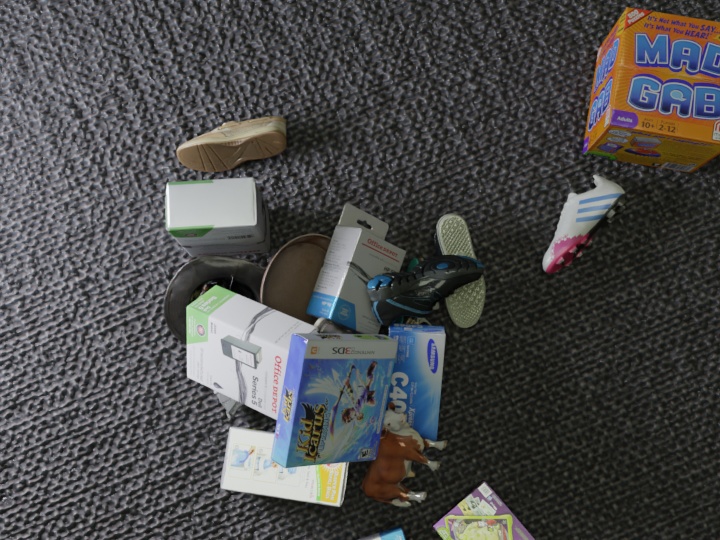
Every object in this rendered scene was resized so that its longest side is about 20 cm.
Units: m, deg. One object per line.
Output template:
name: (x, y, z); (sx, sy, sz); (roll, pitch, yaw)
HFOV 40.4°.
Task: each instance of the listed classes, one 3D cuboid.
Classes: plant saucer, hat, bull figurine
plant saucer: (-0.095, 0.036, 1.648); (0.034, 0.200, 0.201); (13, 80, 47)
hat: (-0.232, 0.052, 1.670); (0.200, 0.081, 0.201); (-2, 109, -6)
bull figurine: (0.068, 0.308, 1.609); (0.121, 0.065, 0.200); (21, 123, 4)

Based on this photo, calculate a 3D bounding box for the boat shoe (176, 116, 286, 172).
boat shoe: (-0.225, -0.226, 1.727); (0.200, 0.071, 0.065); (-8, 47, 8)

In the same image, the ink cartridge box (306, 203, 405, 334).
ink cartridge box: (0.000, 0.000, 1.649); (0.116, 0.067, 0.200); (24, 82, -41)

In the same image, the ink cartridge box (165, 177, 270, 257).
ink cartridge box: (-0.234, -0.085, 1.636); (0.146, 0.200, 0.085); (-3, 79, 0)

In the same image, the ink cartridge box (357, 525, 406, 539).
ink cartridge box: (-0.007, 0.511, 1.618); (0.200, 0.067, 0.116); (-18, 83, -2)

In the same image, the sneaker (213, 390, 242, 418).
sneaker: (-0.151, 0.191, 1.669); (0.200, 0.075, 0.082); (-19, 91, 9)

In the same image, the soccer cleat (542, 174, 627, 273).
soccer cleat: (0.373, -0.081, 1.697); (0.200, 0.070, 0.086); (-44, 68, -7)

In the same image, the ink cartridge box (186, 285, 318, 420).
ink cartridge box: (-0.174, 0.132, 1.558); (0.200, 0.084, 0.146); (21, 125, 23)

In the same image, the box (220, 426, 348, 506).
box: (-0.120, 0.324, 1.622); (0.200, 0.113, 0.102); (8, 81, 2)

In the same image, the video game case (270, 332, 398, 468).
video game case: (-0.038, 0.198, 1.503); (0.181, 0.045, 0.200); (4, 99, -39)

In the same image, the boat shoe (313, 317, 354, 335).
boat shoe: (-0.021, 0.144, 1.601); (0.057, 0.200, 0.067); (23, 72, 33)

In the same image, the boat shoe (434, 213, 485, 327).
boat shoe: (0.169, -0.001, 1.687); (0.074, 0.062, 0.200); (-13, 98, -5)

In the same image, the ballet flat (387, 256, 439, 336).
ballet flat: (0.093, 0.079, 1.682); (0.075, 0.068, 0.200); (19, 88, -18)

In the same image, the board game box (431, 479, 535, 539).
board game box: (0.229, 0.467, 1.640); (0.120, 0.032, 0.200); (-39, 83, -8)

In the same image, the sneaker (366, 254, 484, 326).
sneaker: (0.110, 0.030, 1.621); (0.200, 0.073, 0.082); (-15, 112, -6)

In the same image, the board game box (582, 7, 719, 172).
board game box: (0.507, -0.297, 1.647); (0.200, 0.200, 0.200); (10, 84, 2)

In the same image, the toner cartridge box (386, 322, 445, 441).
toner cartridge box: (0.087, 0.191, 1.635); (0.095, 0.043, 0.200); (3, 105, 0)
